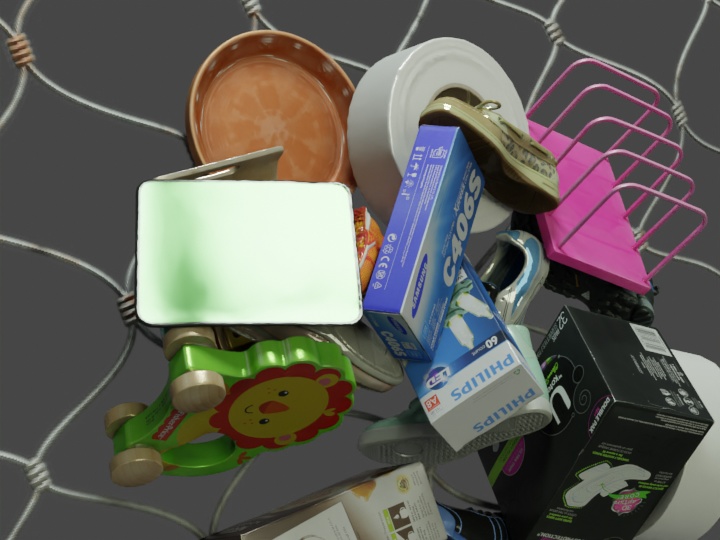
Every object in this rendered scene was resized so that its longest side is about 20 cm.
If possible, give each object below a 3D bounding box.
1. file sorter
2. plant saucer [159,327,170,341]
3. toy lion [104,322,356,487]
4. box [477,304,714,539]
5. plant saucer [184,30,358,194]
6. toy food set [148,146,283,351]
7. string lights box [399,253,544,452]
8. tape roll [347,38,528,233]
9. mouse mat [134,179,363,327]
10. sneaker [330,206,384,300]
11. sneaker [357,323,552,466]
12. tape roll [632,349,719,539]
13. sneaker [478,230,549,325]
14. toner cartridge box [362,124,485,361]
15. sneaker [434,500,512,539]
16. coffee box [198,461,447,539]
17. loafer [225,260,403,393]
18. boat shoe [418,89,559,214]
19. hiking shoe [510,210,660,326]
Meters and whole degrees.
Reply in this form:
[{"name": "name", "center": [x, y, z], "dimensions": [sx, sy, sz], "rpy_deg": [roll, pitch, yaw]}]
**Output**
[{"name": "file sorter", "center": [0.266, -0.106, 1.556], "dimensions": [0.138, 0.126, 0.202], "rpy_deg": [19, 42, -30]}, {"name": "plant saucer", "center": [-0.108, 0.042, 1.416], "dimensions": [0.198, 0.036, 0.203], "rpy_deg": [5, 79, -28]}, {"name": "toy lion", "center": [-0.108, 0.124, 1.313], "dimensions": [0.190, 0.200, 0.069], "rpy_deg": [12, 46, -33]}, {"name": "box", "center": [0.226, 0.165, 1.453], "dimensions": [0.123, 0.201, 0.149], "rpy_deg": [14, 31, -25]}, {"name": "plant saucer", "center": [-0.085, -0.142, 1.481], "dimensions": [0.198, 0.032, 0.203], "rpy_deg": [8, 74, -28]}, {"name": "toy food set", "center": [-0.105, -0.004, 1.370], "dimensions": [0.142, 0.060, 0.203], "rpy_deg": [-17, 89, -30]}, {"name": "string lights box", "center": [0.086, 0.064, 1.405], "dimensions": [0.102, 0.201, 0.059], "rpy_deg": [-34, 133, 7]}, {"name": "tape roll", "center": [0.084, -0.133, 1.518], "dimensions": [0.201, 0.070, 0.206], "rpy_deg": [8, 77, -38]}, {"name": "mouse mat", "center": [-0.099, -0.017, 1.292], "dimensions": [0.197, 0.008, 0.163], "rpy_deg": [1, 53, -9]}, {"name": "sneaker", "center": [0.000, 0.000, 1.382], "dimensions": [0.078, 0.072, 0.200], "rpy_deg": [58, 18, -13]}, {"name": "sneaker", "center": [0.088, 0.119, 1.455], "dimensions": [0.074, 0.198, 0.120], "rpy_deg": [51, 27, -53]}, {"name": "tape roll", "center": [0.301, 0.181, 1.513], "dimensions": [0.070, 0.202, 0.205], "rpy_deg": [12, 72, -26]}, {"name": "sneaker", "center": [0.134, 0.054, 1.509], "dimensions": [0.072, 0.072, 0.203], "rpy_deg": [22, 83, -35]}, {"name": "toner cartridge box", "center": [0.062, -0.026, 1.372], "dimensions": [0.095, 0.043, 0.202], "rpy_deg": [54, 48, -53]}, {"name": "sneaker", "center": [0.131, 0.271, 1.478], "dimensions": [0.199, 0.070, 0.079], "rpy_deg": [37, 59, -23]}, {"name": "coffee box", "center": [-0.036, 0.250, 1.362], "dimensions": [0.198, 0.114, 0.081], "rpy_deg": [-18, 87, -31]}, {"name": "loafer", "center": [-0.049, 0.061, 1.348], "dimensions": [0.199, 0.063, 0.072], "rpy_deg": [34, 25, -28]}, {"name": "boat shoe", "center": [0.129, -0.123, 1.458], "dimensions": [0.199, 0.073, 0.063], "rpy_deg": [34, 56, -42]}, {"name": "hiking shoe", "center": [0.244, -0.012, 1.616], "dimensions": [0.200, 0.074, 0.087], "rpy_deg": [42, 37, -11]}]
